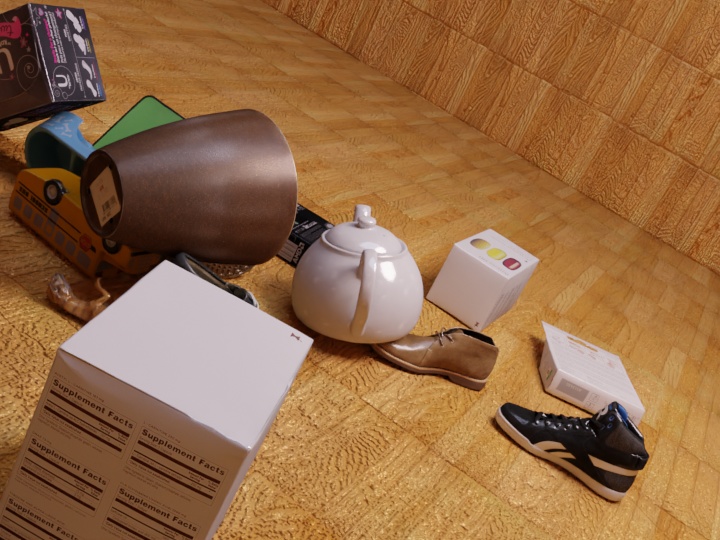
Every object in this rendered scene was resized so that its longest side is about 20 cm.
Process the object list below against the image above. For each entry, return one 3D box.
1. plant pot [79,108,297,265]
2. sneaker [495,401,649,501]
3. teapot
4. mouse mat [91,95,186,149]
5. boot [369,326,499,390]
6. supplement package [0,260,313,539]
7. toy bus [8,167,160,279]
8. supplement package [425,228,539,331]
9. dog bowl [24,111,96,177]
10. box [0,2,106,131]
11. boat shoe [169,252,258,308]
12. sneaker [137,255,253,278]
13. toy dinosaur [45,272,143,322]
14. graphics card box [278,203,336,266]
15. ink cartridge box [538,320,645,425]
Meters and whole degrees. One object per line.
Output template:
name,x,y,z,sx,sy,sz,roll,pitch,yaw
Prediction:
plant pot,-0.205,-0.090,1.022,0.199,0.188,0.187,-8,40,-45
sneaker,0.288,0.205,1.202,0.199,0.113,0.073,31,20,9
teapot,0.000,0.000,1.221,0.199,0.148,0.196,26,27,37
mouse mat,-0.296,-0.160,1.318,0.199,0.161,0.008,35,-20,20
boot,0.104,0.103,1.267,0.198,0.076,0.074,17,27,-22
supplement package,-0.158,0.135,0.696,0.146,0.201,0.191,28,20,1
toy bus,-0.332,-0.055,1.091,0.199,0.079,0.065,36,21,20
supplement package,0.214,0.013,1.556,0.113,0.110,0.200,33,22,16
dog bowl,-0.365,-0.126,1.185,0.199,0.112,0.049,36,36,19
box,-0.466,-0.267,1.212,0.198,0.134,0.115,-10,8,23
boat shoe,-0.152,0.045,1.041,0.200,0.060,0.076,33,16,-47
sneaker,-0.229,-0.039,1.194,0.199,0.067,0.090,-4,42,-49
toy dinosaur,-0.250,0.061,0.978,0.199,0.061,0.106,24,32,19
graphics card box,-0.143,-0.085,1.431,0.199,0.051,0.125,30,22,10
ink cartridge box,0.368,0.169,1.484,0.160,0.050,0.200,25,17,-6
